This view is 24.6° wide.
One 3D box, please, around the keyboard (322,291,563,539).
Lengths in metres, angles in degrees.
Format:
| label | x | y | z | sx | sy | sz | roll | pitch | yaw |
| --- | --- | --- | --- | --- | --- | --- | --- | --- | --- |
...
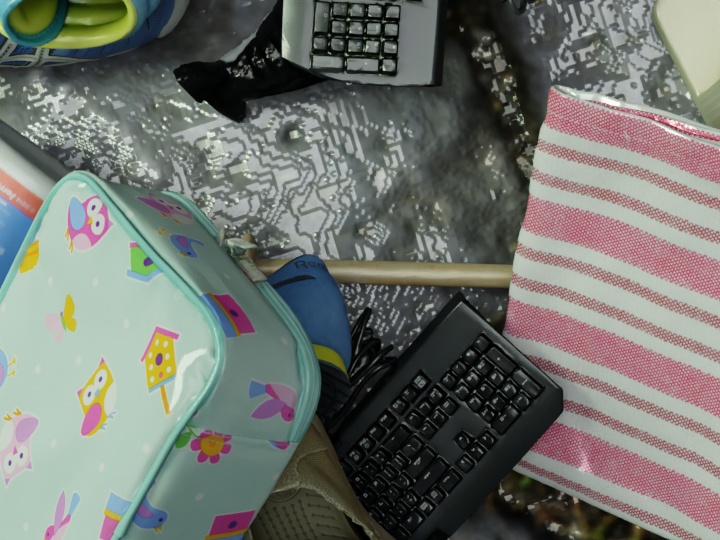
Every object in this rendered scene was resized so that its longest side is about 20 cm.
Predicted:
| label | x | y | z | sx | sy | sz | roll | pitch | yaw |
| --- | --- | --- | --- | --- | --- | --- | --- | --- | --- |
| keyboard | -0.001 | 0.101 | 0.799 | 0.104 | 0.040 | 0.200 | 42 | 105 | 7 |

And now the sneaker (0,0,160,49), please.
| label | x | y | z | sx | sy | sz | roll | pitch | yaw |
| --- | --- | --- | --- | --- | --- | --- | --- | --- | --- |
| sneaker | -0.165 | -0.175 | 0.749 | 0.199 | 0.080 | 0.131 | 24 | 60 | 5 |

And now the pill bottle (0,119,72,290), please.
| label | x | y | z | sx | sy | sz | roll | pitch | yaw |
| --- | --- | --- | --- | --- | --- | --- | --- | --- | --- |
| pill bottle | -0.211 | 0.027 | 0.801 | 0.112 | 0.112 | 0.200 | 37 | 92 | 4 |

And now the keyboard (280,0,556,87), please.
| label | x | y | z | sx | sy | sz | roll | pitch | yaw |
| --- | --- | --- | --- | --- | --- | --- | --- | --- | --- |
| keyboard | 0.031 | -0.184 | 0.757 | 0.126 | 0.021 | 0.201 | 3 | 89 | -3 |

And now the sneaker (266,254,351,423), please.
| label | x | y | z | sx | sy | sz | roll | pitch | yaw |
| --- | --- | --- | --- | --- | --- | --- | --- | --- | --- |
| sneaker | -0.086 | 0.059 | 0.809 | 0.200 | 0.066 | 0.079 | -31 | 48 | 26 |

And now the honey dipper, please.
| label | x | y | z | sx | sy | sz | roll | pitch | yaw |
| --- | --- | --- | --- | --- | --- | --- | --- | --- | --- |
| honey dipper | 0.000 | 0.000 | 0.828 | 0.199 | 0.038 | 0.038 | 0 | 89 | 0 |

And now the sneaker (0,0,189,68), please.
| label | x | y | z | sx | sy | sz | roll | pitch | yaw |
| --- | --- | --- | --- | --- | --- | --- | --- | --- | --- |
| sneaker | -0.182 | -0.126 | 0.808 | 0.199 | 0.077 | 0.076 | -4 | 117 | 6 |

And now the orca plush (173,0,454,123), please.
| label | x | y | z | sx | sy | sz | roll | pitch | yaw |
| --- | --- | --- | --- | --- | --- | --- | --- | --- | --- |
| orca plush | -0.002 | -0.141 | 0.790 | 0.199 | 0.071 | 0.105 | -32 | 122 | 2 |

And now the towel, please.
| label | x | y | z | sx | sy | sz | roll | pitch | yaw |
| --- | --- | --- | --- | --- | --- | --- | --- | --- | --- |
| towel | 0.132 | 0.028 | 0.763 | 0.146 | 0.030 | 0.201 | 21 | 115 | 26 |

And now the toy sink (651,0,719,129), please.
| label | x | y | z | sx | sy | sz | roll | pitch | yaw |
| --- | --- | --- | --- | --- | --- | --- | --- | --- | --- |
| toy sink | 0.241 | -0.077 | 0.772 | 0.130 | 0.112 | 0.201 | -27 | 87 | 2 |

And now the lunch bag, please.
| label | x | y | z | sx | sy | sz | roll | pitch | yaw |
| --- | --- | --- | --- | --- | --- | --- | --- | --- | --- |
| lunch bag | -0.110 | 0.063 | 0.717 | 0.160 | 0.077 | 0.201 | 47 | 113 | 40 |

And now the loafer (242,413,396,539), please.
| label | x | y | z | sx | sy | sz | roll | pitch | yaw |
| --- | --- | --- | --- | --- | --- | --- | --- | --- | --- |
| loafer | -0.014 | 0.146 | 0.764 | 0.076 | 0.068 | 0.200 | -28 | 117 | 9 |
